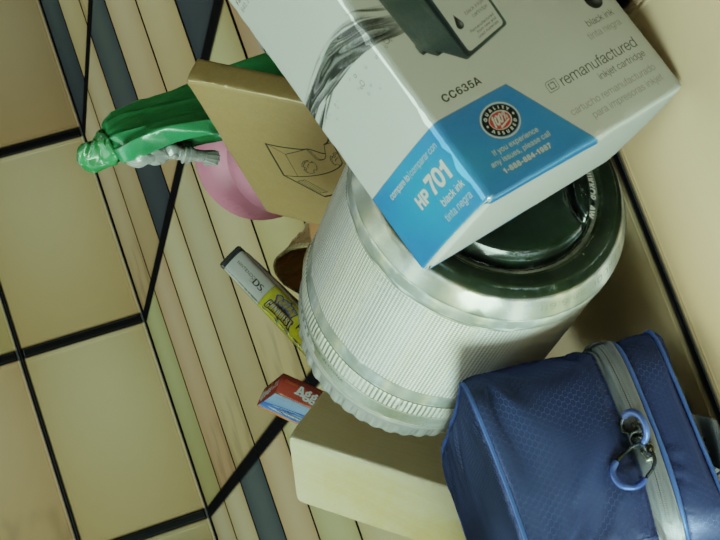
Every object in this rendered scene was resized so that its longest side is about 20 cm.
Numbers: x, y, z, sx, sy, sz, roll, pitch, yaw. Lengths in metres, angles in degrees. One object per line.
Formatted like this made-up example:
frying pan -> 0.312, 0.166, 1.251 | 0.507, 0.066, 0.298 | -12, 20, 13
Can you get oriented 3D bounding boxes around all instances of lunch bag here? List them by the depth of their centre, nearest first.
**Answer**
lunch bag -> 0.131, 0.119, 0.896 | 0.200, 0.132, 0.136 | 97, 156, -68

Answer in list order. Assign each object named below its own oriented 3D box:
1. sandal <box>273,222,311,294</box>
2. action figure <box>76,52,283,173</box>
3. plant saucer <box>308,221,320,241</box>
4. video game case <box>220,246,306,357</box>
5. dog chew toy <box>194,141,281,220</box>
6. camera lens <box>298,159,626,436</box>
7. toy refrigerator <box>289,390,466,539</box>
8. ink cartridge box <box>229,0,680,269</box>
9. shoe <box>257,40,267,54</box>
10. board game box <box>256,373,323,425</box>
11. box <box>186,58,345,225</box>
sandal -> -0.043, -0.008, 1.334 | 0.212, 0.069, 0.078 | -69, -37, -70
action figure -> -0.133, -0.120, 1.286 | 0.118, 0.199, 0.055 | -123, 20, -47
plant saucer -> 0.000, 0.000, 1.267 | 0.200, 0.032, 0.201 | -16, -90, -77
video game case -> -0.018, 0.078, 1.350 | 0.181, 0.026, 0.200 | 44, 179, 33
dog chew toy -> -0.069, -0.103, 1.414 | 0.200, 0.124, 0.125 | 14, 120, 64
camera lens -> 0.053, -0.007, 0.941 | 0.160, 0.159, 0.200 | 67, 155, 22
toy refrigerator -> 0.058, 0.140, 1.075 | 0.199, 0.076, 0.070 | 15, 132, 23
ink cartridge box -> 0.041, -0.125, 0.816 | 0.200, 0.146, 0.086 | 55, 149, 8
shoe -> -0.002, -0.153, 1.131 | 0.200, 0.071, 0.091 | -11, 97, 55
board game box -> 0.018, 0.136, 1.267 | 0.103, 0.199, 0.019 | 137, 157, -73
box -> -0.007, -0.071, 1.087 | 0.199, 0.021, 0.164 | 16, 154, 29
